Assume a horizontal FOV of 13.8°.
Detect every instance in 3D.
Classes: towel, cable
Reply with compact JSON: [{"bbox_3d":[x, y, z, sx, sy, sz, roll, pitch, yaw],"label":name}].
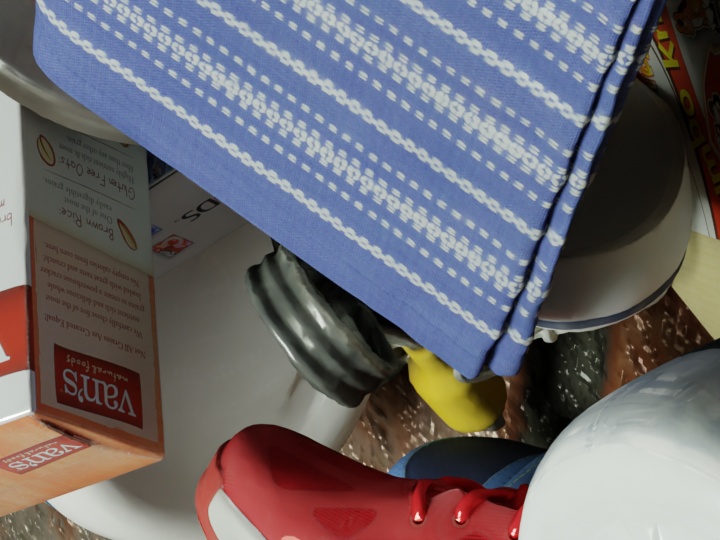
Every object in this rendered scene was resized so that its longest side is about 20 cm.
[{"bbox_3d":[-0.004,-0.066,0.625,0.144,0.024,0.200,34,148,11],"label":"towel"},{"bbox_3d":[0.000,0.000,0.844,0.097,0.050,0.200,58,-178,11],"label":"cable"}]

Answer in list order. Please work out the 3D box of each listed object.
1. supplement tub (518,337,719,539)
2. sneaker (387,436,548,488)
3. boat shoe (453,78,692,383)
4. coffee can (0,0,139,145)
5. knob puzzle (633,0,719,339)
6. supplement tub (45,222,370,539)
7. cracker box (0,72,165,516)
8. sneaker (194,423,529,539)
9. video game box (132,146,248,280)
[{"bbox_3d":[0.139,0.044,0.577,0.122,0.199,0.123,39,142,38],"label":"supplement tub"},{"bbox_3d":[0.080,0.075,0.841,0.199,0.074,0.083,19,129,43],"label":"sneaker"},{"bbox_3d":[0.038,-0.010,0.791,0.202,0.074,0.087,-132,26,-62],"label":"boat shoe"},{"bbox_3d":[-0.030,-0.139,0.714,0.147,0.146,0.200,58,153,13],"label":"coffee can"},{"bbox_3d":[0.085,-0.071,0.743,0.220,0.030,0.221,159,90,-75],"label":"knob puzzle"},{"bbox_3d":[-0.099,-0.002,1.003,0.200,0.144,0.146,23,131,52],"label":"supplement tub"},{"bbox_3d":[-0.126,-0.029,0.825,0.133,0.058,0.201,-21,63,31],"label":"cracker box"},{"bbox_3d":[0.060,0.061,0.758,0.199,0.078,0.116,27,110,14],"label":"sneaker"},{"bbox_3d":[-0.104,-0.077,0.892,0.182,0.047,0.201,-32,56,28],"label":"video game box"}]
